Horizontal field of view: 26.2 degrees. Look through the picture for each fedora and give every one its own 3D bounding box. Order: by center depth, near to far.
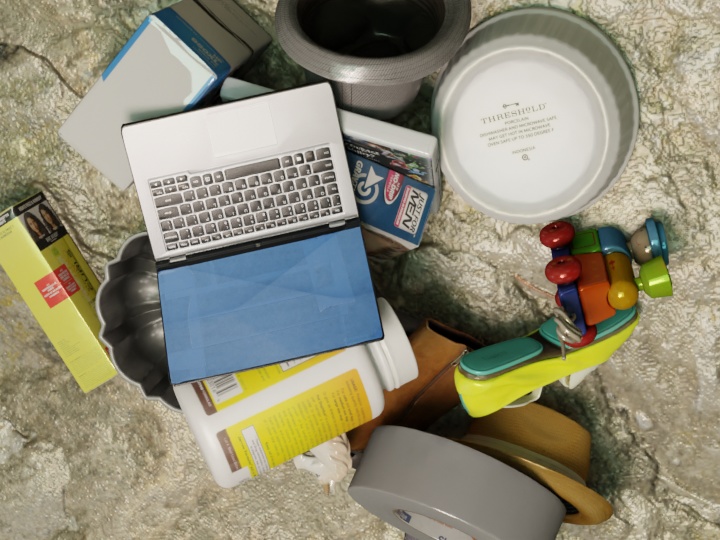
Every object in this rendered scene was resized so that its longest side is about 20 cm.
[{"bbox_3d":[0.010,-0.206,1.410,0.175,0.201,0.091,8,133,5],"label":"fedora"},{"bbox_3d":[0.161,0.177,1.495,0.199,0.201,0.082,23,74,6],"label":"fedora"}]

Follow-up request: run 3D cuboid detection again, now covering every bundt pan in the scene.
[{"bbox_3d":[-0.161,0.039,1.558,0.200,0.076,0.204,3,107,12],"label":"bundt pan"}]

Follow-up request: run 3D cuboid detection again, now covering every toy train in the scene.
[{"bbox_3d":[0.230,0.020,1.395,0.115,0.200,0.085,-14,116,9],"label":"toy train"}]

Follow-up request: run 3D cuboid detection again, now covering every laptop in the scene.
[{"bbox_3d":[-0.092,-0.034,1.307,0.186,0.116,0.202,-12,110,0],"label":"laptop"}]

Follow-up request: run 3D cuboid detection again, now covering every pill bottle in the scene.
[{"bbox_3d":[-0.054,0.100,1.341,0.199,0.109,0.110,-25,100,-9],"label":"pill bottle"}]

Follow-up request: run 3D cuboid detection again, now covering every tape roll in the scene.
[{"bbox_3d":[0.090,0.218,1.457,0.199,0.200,0.067,23,74,6],"label":"tape roll"}]

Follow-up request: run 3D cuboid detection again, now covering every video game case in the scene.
[{"bbox_3d":[-0.022,-0.113,1.435,0.198,0.182,0.024,17,78,8],"label":"video game case"}]

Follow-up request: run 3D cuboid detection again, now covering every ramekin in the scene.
[{"bbox_3d":[0.155,-0.134,1.422,0.200,0.094,0.204,4,107,13],"label":"ramekin"}]

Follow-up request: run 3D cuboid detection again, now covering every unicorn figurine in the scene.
[{"bbox_3d":[-0.054,0.116,1.426,0.136,0.074,0.201,20,104,-10],"label":"unicorn figurine"}]

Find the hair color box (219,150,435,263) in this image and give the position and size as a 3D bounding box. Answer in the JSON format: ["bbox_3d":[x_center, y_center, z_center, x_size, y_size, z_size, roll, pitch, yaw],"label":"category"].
[{"bbox_3d":[-0.042,-0.076,1.422,0.199,0.100,0.061,22,75,-15],"label":"hair color box"}]

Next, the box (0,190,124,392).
[{"bbox_3d":[-0.307,0.022,1.591,0.050,0.075,0.201,-28,97,19],"label":"box"}]

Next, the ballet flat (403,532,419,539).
[{"bbox_3d":[0.085,0.344,1.603,0.071,0.072,0.202,-9,103,16],"label":"ballet flat"}]

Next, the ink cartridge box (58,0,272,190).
[{"bbox_3d":[-0.176,-0.174,1.436,0.084,0.200,0.145,42,111,-4],"label":"ink cartridge box"}]

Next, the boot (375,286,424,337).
[{"bbox_3d":[0.000,0.000,1.505,0.199,0.070,0.133,18,72,-28],"label":"boot"}]

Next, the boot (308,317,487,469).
[{"bbox_3d":[0.010,0.115,1.489,0.187,0.069,0.200,28,130,-23],"label":"boot"}]

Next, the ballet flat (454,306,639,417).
[{"bbox_3d":[0.177,0.087,1.465,0.199,0.067,0.068,-20,119,-21],"label":"ballet flat"}]
